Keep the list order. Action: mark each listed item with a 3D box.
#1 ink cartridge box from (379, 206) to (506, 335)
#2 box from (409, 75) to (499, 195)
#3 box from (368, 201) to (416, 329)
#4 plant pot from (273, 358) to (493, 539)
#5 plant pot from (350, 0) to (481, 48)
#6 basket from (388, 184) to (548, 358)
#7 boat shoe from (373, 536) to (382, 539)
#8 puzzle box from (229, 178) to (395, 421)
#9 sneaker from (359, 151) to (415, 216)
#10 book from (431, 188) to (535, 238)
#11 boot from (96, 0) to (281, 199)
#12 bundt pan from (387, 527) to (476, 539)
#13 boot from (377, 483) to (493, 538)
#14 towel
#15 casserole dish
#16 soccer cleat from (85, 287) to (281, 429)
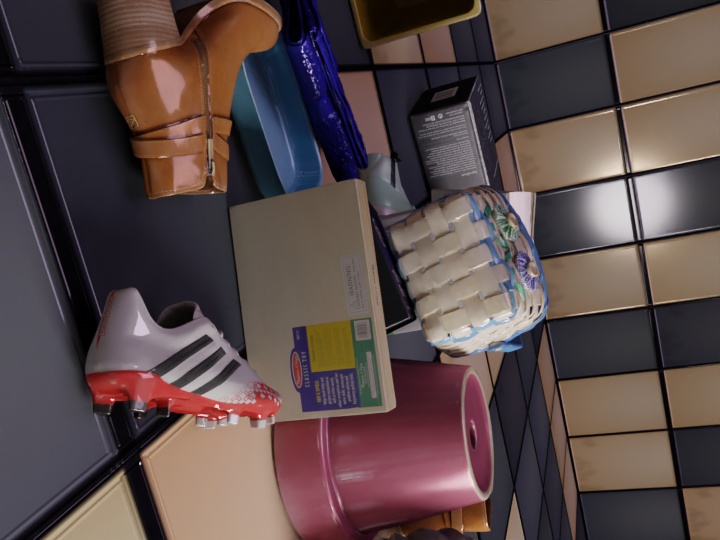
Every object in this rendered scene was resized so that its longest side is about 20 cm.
[{"bbox_3d":[0.087,-0.005,0.903,0.087,0.197,0.147,-15,94,-78],"label":"ink cartridge box"},{"bbox_3d":[0.192,-0.252,1.416,0.200,0.122,0.199,-63,137,-59],"label":"box"},{"bbox_3d":[0.000,0.000,0.752,0.142,0.078,0.200,65,5,6],"label":"box"},{"bbox_3d":[0.035,0.171,0.726,0.200,0.177,0.203,-9,90,-71],"label":"plant pot"},{"bbox_3d":[0.085,-0.486,1.155,0.200,0.192,0.198,-60,137,-67],"label":"plant pot"},{"bbox_3d":[0.118,0.005,0.744,0.178,0.138,0.200,68,15,8],"label":"basket"},{"bbox_3d":[0.042,0.383,0.812,0.072,0.064,0.202,-51,128,-64],"label":"boat shoe"},{"bbox_3d":[-0.045,0.030,0.639,0.025,0.131,0.203,1,81,-68],"label":"puzzle box"},{"bbox_3d":[0.056,-0.099,1.049,0.200,0.073,0.120,37,48,-62],"label":"sneaker"},{"bbox_3d":[0.163,-0.046,1.012,0.047,0.199,0.136,-4,99,-26],"label":"book"},{"bbox_3d":[-0.125,-0.142,0.588,0.199,0.073,0.157,-23,104,-54],"label":"boot"},{"bbox_3d":[0.049,0.324,0.703,0.203,0.200,0.076,61,4,-41],"label":"bundt pan"},{"bbox_3d":[0.081,0.220,0.860,0.077,0.153,0.202,57,30,-46],"label":"boot"},{"bbox_3d":[-0.040,-0.214,0.816,0.201,0.049,0.149,69,7,-47],"label":"towel"},{"bbox_3d":[-0.091,-0.155,0.733,0.121,0.038,0.202,-58,135,-62],"label":"casserole dish"},{"bbox_3d":[-0.117,0.069,0.526,0.200,0.068,0.086,30,58,-59],"label":"soccer cleat"}]
